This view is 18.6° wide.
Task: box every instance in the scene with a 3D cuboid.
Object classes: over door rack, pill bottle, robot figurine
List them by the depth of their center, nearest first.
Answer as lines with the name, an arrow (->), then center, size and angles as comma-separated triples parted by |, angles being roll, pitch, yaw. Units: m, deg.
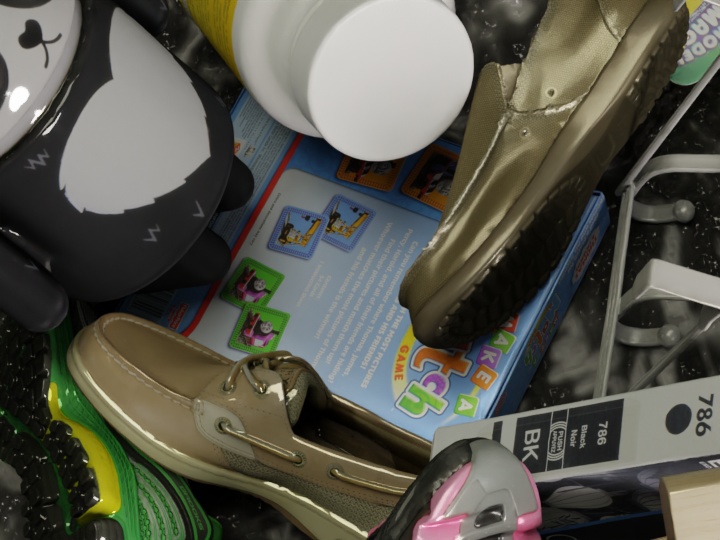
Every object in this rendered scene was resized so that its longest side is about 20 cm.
over door rack -> 0.145, -0.009, 0.953 | 0.066, 0.200, 0.149 | 9, 64, 2
robot figurine -> -0.136, -0.064, 1.004 | 0.125, 0.200, 0.151 | -39, 40, 13
pill bottle -> -0.020, -0.131, 1.064 | 0.111, 0.112, 0.200 | -32, 34, -3

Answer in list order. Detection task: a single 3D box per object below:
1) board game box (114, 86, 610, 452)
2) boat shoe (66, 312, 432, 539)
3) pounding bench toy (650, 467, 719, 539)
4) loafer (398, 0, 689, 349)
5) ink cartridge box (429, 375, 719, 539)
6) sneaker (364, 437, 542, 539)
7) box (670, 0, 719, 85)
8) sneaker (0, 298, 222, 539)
board game box -> 0.000, 0.000, 1.073 | 0.199, 0.037, 0.152 | 21, 70, 24
boat shoe -> -0.040, 0.066, 1.001 | 0.199, 0.065, 0.072 | 30, 30, 10
pounding bench toy -> 0.154, 0.179, 0.849 | 0.123, 0.200, 0.157 | -13, 60, 7
loafer -> 0.075, -0.053, 1.013 | 0.067, 0.076, 0.200 | 32, 77, 22
ink cartridge box -> 0.133, 0.084, 0.915 | 0.199, 0.099, 0.039 | -16, 55, 41
sneaker -> 0.006, 0.140, 0.936 | 0.096, 0.079, 0.201 | 54, 128, 43
box -> 0.151, -0.180, 1.124 | 0.117, 0.048, 0.200 | -33, 58, -5
sneaker -> -0.127, 0.079, 1.052 | 0.078, 0.085, 0.201 | -55, 41, 29
